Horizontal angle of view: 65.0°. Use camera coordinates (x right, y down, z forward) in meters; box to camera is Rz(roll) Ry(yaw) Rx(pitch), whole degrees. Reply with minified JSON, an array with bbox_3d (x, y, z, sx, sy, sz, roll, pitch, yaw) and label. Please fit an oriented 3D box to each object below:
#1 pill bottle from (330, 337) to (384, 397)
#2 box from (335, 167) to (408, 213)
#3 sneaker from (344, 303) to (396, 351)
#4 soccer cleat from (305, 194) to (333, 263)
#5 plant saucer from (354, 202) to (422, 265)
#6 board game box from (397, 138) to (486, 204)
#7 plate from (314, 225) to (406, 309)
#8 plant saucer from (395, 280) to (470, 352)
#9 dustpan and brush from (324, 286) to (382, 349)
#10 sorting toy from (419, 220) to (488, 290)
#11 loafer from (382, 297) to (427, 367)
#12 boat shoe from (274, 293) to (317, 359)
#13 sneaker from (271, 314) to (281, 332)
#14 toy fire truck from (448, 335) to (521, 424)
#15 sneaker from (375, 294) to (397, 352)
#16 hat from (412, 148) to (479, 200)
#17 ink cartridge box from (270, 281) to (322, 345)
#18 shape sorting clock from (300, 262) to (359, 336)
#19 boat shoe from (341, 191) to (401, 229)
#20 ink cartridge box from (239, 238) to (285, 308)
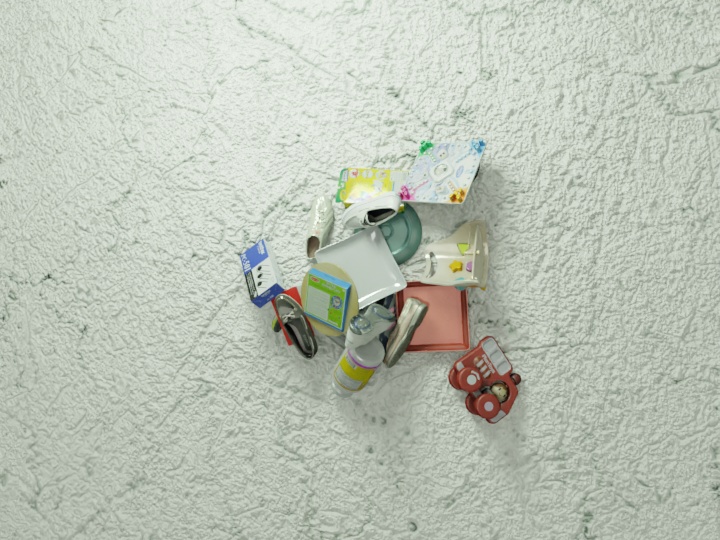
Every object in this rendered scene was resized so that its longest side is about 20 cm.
[{"bbox_3d":[-0.015,0.269,1.564,0.104,0.104,0.201,37,132,8],"label":"pill bottle"},{"bbox_3d":[0.033,-0.226,1.594,0.198,0.048,0.118,6,69,9],"label":"box"},{"bbox_3d":[0.021,0.149,1.494,0.074,0.199,0.088,41,122,23],"label":"sneaker"},{"bbox_3d":[-0.121,-0.121,1.627,0.069,0.078,0.202,8,92,11],"label":"soccer cleat"},{"bbox_3d":[0.076,-0.110,1.612,0.198,0.036,0.202,0,91,11],"label":"plant saucer"},{"bbox_3d":[0.214,-0.269,1.507,0.199,0.026,0.201,9,65,37],"label":"board game box"},{"bbox_3d":[0.000,0.000,1.566,0.198,0.032,0.201,-25,78,-8],"label":"plate"},{"bbox_3d":[0.203,0.126,1.588,0.198,0.037,0.202,-3,90,11],"label":"plant saucer"},{"bbox_3d":[-0.004,0.126,1.583,0.139,0.057,0.201,39,79,-20],"label":"dustpan and brush"},{"bbox_3d":[0.252,-0.022,1.541,0.178,0.107,0.201,-3,55,24],"label":"sorting toy"},{"bbox_3d":[0.112,0.170,1.561,0.063,0.072,0.201,31,90,25],"label":"loafer"},{"bbox_3d":[-0.176,0.157,1.564,0.066,0.057,0.201,-26,106,6],"label":"boat shoe"},{"bbox_3d":[-0.180,0.114,1.646,0.081,0.074,0.200,45,100,4],"label":"sneaker"},{"bbox_3d":[0.348,0.301,1.534,0.167,0.112,0.201,-34,87,-9],"label":"toy fire truck"},{"bbox_3d":[0.079,0.136,1.609,0.081,0.070,0.202,13,88,-18],"label":"sneaker"},{"bbox_3d":[0.241,-0.247,1.549,0.199,0.081,0.202,-16,53,23],"label":"hat"},{"bbox_3d":[-0.136,0.110,1.598,0.199,0.050,0.162,-23,103,-13],"label":"ink cartridge box"},{"bbox_3d":[-0.083,0.077,1.516,0.199,0.039,0.202,12,109,36],"label":"shape sorting clock"},{"bbox_3d":[0.022,-0.151,1.539,0.199,0.066,0.073,-26,126,37],"label":"boat shoe"},{"bbox_3d":[-0.284,0.005,1.620,0.094,0.044,0.201,-35,44,9],"label":"ink cartridge box"}]
